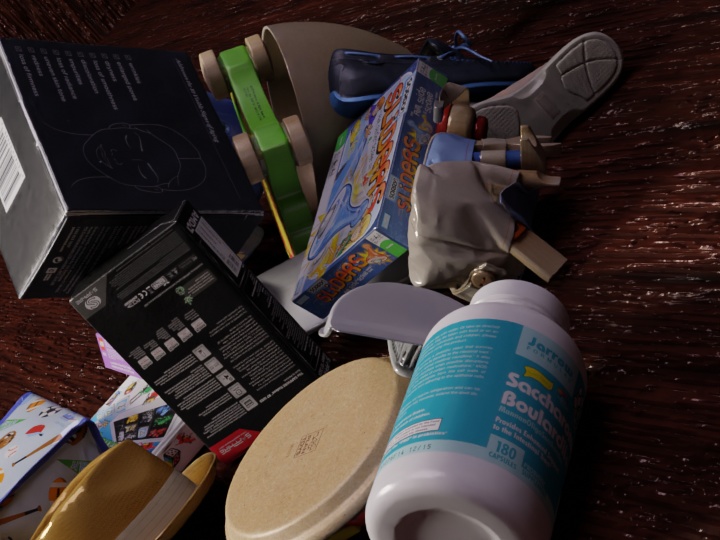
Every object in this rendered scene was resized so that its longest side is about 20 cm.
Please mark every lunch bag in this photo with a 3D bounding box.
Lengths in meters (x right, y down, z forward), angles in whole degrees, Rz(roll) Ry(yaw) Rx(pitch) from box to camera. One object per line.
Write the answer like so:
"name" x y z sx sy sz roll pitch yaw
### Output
"lunch bag" -0.316 0.226 1.395 0.200 0.124 0.170 -43 21 -21

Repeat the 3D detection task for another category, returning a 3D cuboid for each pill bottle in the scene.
"pill bottle" 0.079 0.096 0.957 0.111 0.111 0.200 -26 28 37

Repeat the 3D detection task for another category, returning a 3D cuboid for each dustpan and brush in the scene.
"dustpan and brush" 0.034 0.041 1.152 0.200 0.139 0.057 -97 20 -68

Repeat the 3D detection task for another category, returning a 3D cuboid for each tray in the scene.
"tray" 0.000 0.000 1.337 0.200 0.022 0.107 -28 36 10

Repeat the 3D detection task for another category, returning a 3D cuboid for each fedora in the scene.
"fedora" -0.206 0.204 1.243 0.201 0.082 0.201 -44 6 6

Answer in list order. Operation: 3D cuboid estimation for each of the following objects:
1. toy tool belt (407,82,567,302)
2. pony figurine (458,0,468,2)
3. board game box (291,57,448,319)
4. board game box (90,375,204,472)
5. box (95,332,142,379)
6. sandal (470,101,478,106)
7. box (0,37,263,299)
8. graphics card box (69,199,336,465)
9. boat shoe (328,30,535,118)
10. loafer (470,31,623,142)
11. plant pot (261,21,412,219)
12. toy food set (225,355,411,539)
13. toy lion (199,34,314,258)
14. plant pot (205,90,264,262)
"toy tool belt" 0.111 -0.061 1.224 0.123 0.125 0.200 7 40 8
"pony figurine" 0.187 -0.357 1.587 0.200 0.167 0.193 -13 41 25
"board game box" 0.010 -0.071 1.307 0.135 0.034 0.200 -40 27 45
"board game box" -0.191 0.137 1.454 0.126 0.035 0.200 -49 22 -17
"box" -0.152 0.062 1.440 0.137 0.039 0.200 -20 12 -25
"sandal" 0.047 -0.074 1.400 0.203 0.082 0.050 -46 -23 -1
"box" -0.223 -0.090 1.349 0.124 0.196 0.200 -52 53 40
"graphics card box" -0.129 0.054 1.275 0.125 0.200 0.051 -35 19 21
"boat shoe" 0.069 -0.186 1.407 0.084 0.200 0.069 138 125 -63
"loafer" 0.143 -0.134 1.345 0.200 0.072 0.063 -36 5 -2
"plant pot" -0.007 -0.159 1.509 0.134 0.200 0.200 -16 20 -8
"toy food set" -0.024 0.142 1.138 0.198 0.049 0.200 -34 24 23
"toy lion" -0.082 -0.097 1.469 0.069 0.192 0.200 -20 50 -5
"plant pot" -0.212 -0.066 1.579 0.200 0.200 0.180 -45 37 44
